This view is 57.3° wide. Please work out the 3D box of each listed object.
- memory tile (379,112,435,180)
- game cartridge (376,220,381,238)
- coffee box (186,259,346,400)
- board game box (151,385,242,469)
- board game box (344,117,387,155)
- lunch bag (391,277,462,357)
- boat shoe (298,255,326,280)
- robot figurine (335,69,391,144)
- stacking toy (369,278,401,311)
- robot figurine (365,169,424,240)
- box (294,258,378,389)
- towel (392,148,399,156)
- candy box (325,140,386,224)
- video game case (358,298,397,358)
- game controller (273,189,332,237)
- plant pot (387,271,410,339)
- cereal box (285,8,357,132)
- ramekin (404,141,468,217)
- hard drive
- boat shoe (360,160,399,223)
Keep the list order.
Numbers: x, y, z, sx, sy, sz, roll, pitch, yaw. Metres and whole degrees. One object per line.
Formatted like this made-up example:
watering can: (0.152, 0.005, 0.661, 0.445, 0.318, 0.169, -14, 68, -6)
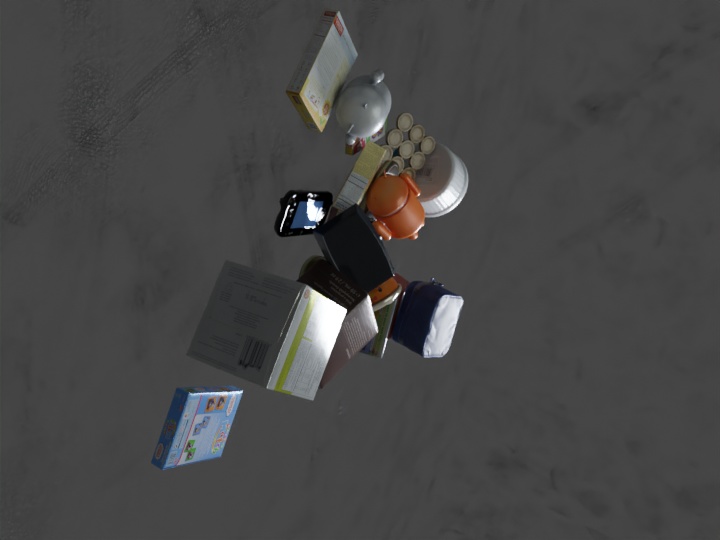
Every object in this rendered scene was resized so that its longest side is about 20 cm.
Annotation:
memory tile: (0.106, -0.302, 1.756, 0.153, 0.017, 0.201, 35, 89, -35)
game cartridge: (0.033, -0.073, 1.765, 0.134, 0.041, 0.200, -60, 180, 17)
coffee box: (-0.178, 0.120, 1.302, 0.198, 0.198, 0.202, 36, 73, -62)
board game box: (-0.325, 0.312, 1.333, 0.200, 0.036, 0.153, 22, 87, -67)
board game box: (0.021, -0.363, 1.639, 0.200, 0.030, 0.097, -45, 146, -51)
lunch bag: (0.173, 0.119, 1.762, 0.135, 0.131, 0.202, 11, 98, -51)
boat shoe: (-0.084, 0.004, 1.619, 0.200, 0.062, 0.074, -13, 119, -64)
robot figurine: (0.008, -0.362, 1.451, 0.201, 0.112, 0.171, -72, -176, -61)
stacking toy: (0.000, 0.000, 1.631, 0.146, 0.145, 0.202, -39, 104, -52)
robot figurine: (0.088, -0.160, 1.646, 0.143, 0.117, 0.200, -32, 137, 11)
box: (-0.089, 0.121, 1.505, 0.200, 0.165, 0.165, -43, 148, -20)
towel: (0.073, -0.228, 1.865, 0.201, 0.021, 0.147, -59, 154, -26)
candy box: (-0.012, -0.201, 1.593, 0.202, 0.055, 0.116, -64, -179, -21)
video game case: (-0.005, 0.112, 1.738, 0.022, 0.180, 0.203, -49, 154, -81)
game controller: (-0.124, -0.127, 1.459, 0.199, 0.042, 0.106, -13, 118, -64)
plant pot: (0.044, 0.091, 1.835, 0.200, 0.174, 0.202, -7, 114, -66)
cereal box: (-0.076, -0.409, 1.358, 0.202, 0.039, 0.144, -67, 158, -13)
ramekin: (0.192, -0.260, 1.839, 0.098, 0.199, 0.203, 32, 77, -60)
hard drive: (-0.009, -0.038, 1.519, 0.134, 0.042, 0.201, -32, 115, -2)
boat shoe: (0.026, -0.201, 1.706, 0.071, 0.076, 0.201, 33, 86, -50)
